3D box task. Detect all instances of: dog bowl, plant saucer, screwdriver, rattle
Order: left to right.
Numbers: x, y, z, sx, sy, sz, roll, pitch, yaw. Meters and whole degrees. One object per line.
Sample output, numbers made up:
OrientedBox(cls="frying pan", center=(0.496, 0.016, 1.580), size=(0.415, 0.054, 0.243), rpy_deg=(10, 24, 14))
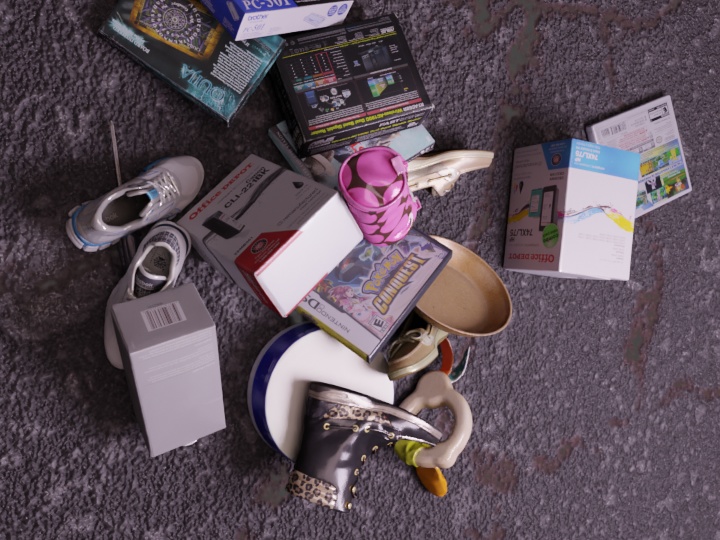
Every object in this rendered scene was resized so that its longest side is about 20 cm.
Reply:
OrientedBox(cls="screwdriver", center=(-0.307, -0.090, 0.965), size=(0.028, 0.029, 0.203), rpy_deg=(-9, 90, -25))
OrientedBox(cls="dog bowl", center=(-0.054, 0.175, 1.060), size=(0.198, 0.079, 0.203), rpy_deg=(-1, 93, -26))
OrientedBox(cls="rattle", center=(0.135, 0.225, 1.160), size=(0.143, 0.129, 0.202), rpy_deg=(42, 48, -32))
OrientedBox(cls="plant saucer", center=(0.130, 0.029, 1.114), size=(0.198, 0.202, 0.036), rpy_deg=(8, 133, -25))

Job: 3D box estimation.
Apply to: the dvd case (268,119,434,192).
OrientedBox(cls="dvd case", center=(-0.011, -0.188, 1.068), size=(0.199, 0.022, 0.147), rpy_deg=(-33, 80, -19))

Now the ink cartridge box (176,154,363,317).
OrientedBox(cls="ink cartridge box", center=(-0.118, -0.051, 0.947), size=(0.144, 0.199, 0.084), rpy_deg=(-45, 132, -16))

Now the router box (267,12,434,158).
OrientedBox(cls="router box", center=(-0.017, -0.257, 1.039), size=(0.198, 0.062, 0.152), rpy_deg=(-18, 81, -17))

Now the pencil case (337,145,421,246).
OrientedBox(cls="pencil case", center=(0.028, -0.094, 0.957), size=(0.093, 0.200, 0.092), rpy_deg=(-16, 80, 4))

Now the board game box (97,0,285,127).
OrientedBox(cls="board game box", center=(-0.214, -0.297, 0.961), size=(0.199, 0.028, 0.136), rpy_deg=(35, 80, -4))

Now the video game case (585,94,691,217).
OrientedBox(cls="video game case", center=(0.501, -0.198, 1.343), size=(0.198, 0.022, 0.184), rpy_deg=(-23, 101, -24))

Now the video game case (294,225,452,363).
OrientedBox(cls="video game case", center=(0.000, 0.000, 1.042), size=(0.180, 0.026, 0.200), rpy_deg=(33, 68, 17))

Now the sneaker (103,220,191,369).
OrientedBox(cls="sneaker", center=(-0.273, 0.037, 0.927), size=(0.076, 0.081, 0.202), rpy_deg=(19, 104, -14))

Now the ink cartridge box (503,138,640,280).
OrientedBox(cls="ink cartridge box", center=(0.335, -0.091, 1.198), size=(0.144, 0.146, 0.203), rpy_deg=(6, 89, -26))

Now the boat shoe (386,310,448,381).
OrientedBox(cls="boat shoe", center=(0.078, 0.096, 1.084), size=(0.064, 0.073, 0.200), rpy_deg=(61, 31, -6))

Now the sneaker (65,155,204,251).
OrientedBox(cls="sneaker", center=(-0.261, -0.088, 0.930), size=(0.200, 0.086, 0.075), rpy_deg=(-42, 109, -38))

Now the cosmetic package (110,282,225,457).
OrientedBox(cls="cosmetic package", center=(-0.231, 0.125, 0.918), size=(0.106, 0.090, 0.201), rpy_deg=(-17, 139, -25))

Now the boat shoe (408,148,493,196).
OrientedBox(cls="boat shoe", center=(0.110, -0.146, 1.134), size=(0.198, 0.072, 0.066), rpy_deg=(-12, 102, -19))

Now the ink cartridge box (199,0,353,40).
OrientedBox(cls="ink cartridge box", center=(-0.109, -0.356, 0.974), size=(0.094, 0.044, 0.199), rpy_deg=(49, 44, 13))

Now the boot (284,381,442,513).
OrientedBox(cls="boot", center=(0.002, 0.246, 1.005), size=(0.198, 0.073, 0.152), rpy_deg=(22, 81, -21))
